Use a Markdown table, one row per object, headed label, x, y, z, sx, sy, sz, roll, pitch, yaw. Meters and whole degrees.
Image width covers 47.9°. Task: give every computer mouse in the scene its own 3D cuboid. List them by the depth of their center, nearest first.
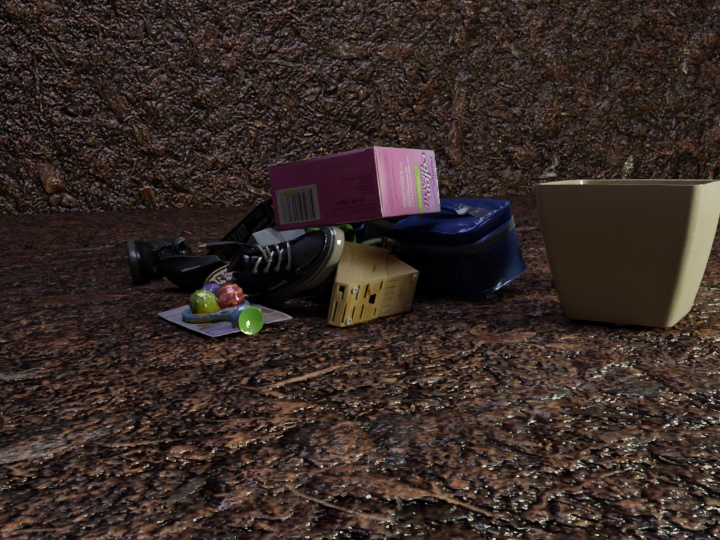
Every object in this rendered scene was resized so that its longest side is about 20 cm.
| label | x | y | z | sx | sy | sz | roll | pitch | yaw |
| --- | --- | --- | --- | --- | --- | --- | --- | --- | --- |
| computer mouse | -0.253 | -0.004 | 1.329 | 0.199 | 0.046 | 0.141 | 0 | -21 | 10 |

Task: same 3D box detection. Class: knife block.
| label | x | y | z | sx | sy | sz | roll | pitch | yaw |
| --- | --- | --- | --- | --- | --- | --- | --- | --- | --- |
| knife block | -0.013 | 0.000 | 1.159 | 0.199 | 0.064 | 0.175 | -11 | 31 | -43 |

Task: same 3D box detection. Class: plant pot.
| label | x | y | z | sx | sy | sz | roll | pitch | yaw |
| --- | --- | --- | --- | --- | --- | --- | --- | --- | --- |
| plant pot | 0.353 | -0.028 | 1.061 | 0.199 | 0.178 | 0.200 | 4 | 10 | 31 |

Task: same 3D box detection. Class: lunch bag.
| label | x | y | z | sx | sy | sz | roll | pitch | yaw |
| --- | --- | --- | --- | --- | --- | --- | --- | --- | --- |
| lunch bag | 0.150 | -0.048 | 1.282 | 0.136 | 0.133 | 0.200 | -29 | 23 | -33 |

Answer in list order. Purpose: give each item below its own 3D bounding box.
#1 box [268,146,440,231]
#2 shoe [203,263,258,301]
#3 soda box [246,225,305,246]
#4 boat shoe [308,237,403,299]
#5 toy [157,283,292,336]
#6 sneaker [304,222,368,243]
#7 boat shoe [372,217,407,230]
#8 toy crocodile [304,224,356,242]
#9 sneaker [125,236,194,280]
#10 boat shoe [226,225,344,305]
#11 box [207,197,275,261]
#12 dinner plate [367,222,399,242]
| label | x | y | z | sx | sy | sz | roll | pitch | yaw |
| --- | --- | --- | --- | --- | --- | --- | --- | --- | --- |
| box | -0.005 | -0.118 | 1.189 | 0.175 | 0.097 | 0.200 | -6 | 4 | 28 |
| shoe | -0.153 | 0.021 | 1.281 | 0.199 | 0.070 | 0.053 | -12 | -31 | -29 |
| soda box | -0.112 | -0.054 | 1.481 | 0.199 | 0.068 | 0.063 | -23 | -17 | -36 |
| boat shoe | -0.002 | 0.005 | 1.295 | 0.202 | 0.075 | 0.075 | -17 | 50 | -34 |
| toy | -0.190 | 0.045 | 1.103 | 0.115 | 0.047 | 0.200 | -12 | 16 | -32 |
| sneaker | -0.018 | -0.059 | 1.431 | 0.085 | 0.077 | 0.200 | -16 | -37 | 34 |
| boat shoe | -0.005 | -0.129 | 1.346 | 0.199 | 0.060 | 0.072 | 22 | 29 | 3 |
| toy crocodile | -0.083 | -0.024 | 1.366 | 0.200 | 0.062 | 0.067 | -33 | -14 | 35 |
| sneaker | -0.376 | -0.027 | 1.524 | 0.114 | 0.077 | 0.199 | -9 | 4 | -3 |
| boat shoe | -0.112 | -0.011 | 1.141 | 0.092 | 0.075 | 0.200 | 17 | -37 | -33 |
| box | -0.179 | -0.082 | 1.546 | 0.200 | 0.049 | 0.159 | -36 | -7 | 39 |
| dinner plate | 0.046 | -0.073 | 1.452 | 0.024 | 0.201 | 0.200 | -42 | 29 | -25 |
